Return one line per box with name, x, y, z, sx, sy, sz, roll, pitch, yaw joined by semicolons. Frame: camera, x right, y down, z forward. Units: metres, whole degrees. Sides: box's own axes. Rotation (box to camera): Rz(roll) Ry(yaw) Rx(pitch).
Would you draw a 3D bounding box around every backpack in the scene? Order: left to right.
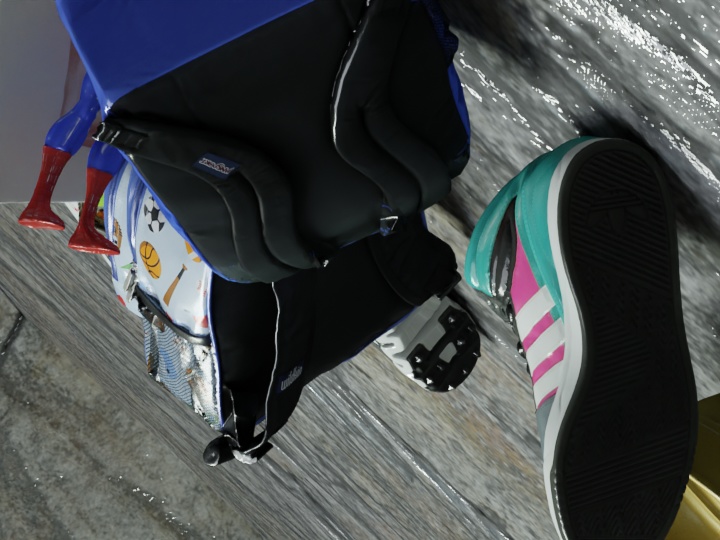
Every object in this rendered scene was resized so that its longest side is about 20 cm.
backpack;-0.050;-0.028;1.563;0.154;0.200;0.191;35;147;24
backpack;-0.037;-0.104;1.294;0.200;0.162;0.169;60;-171;-55

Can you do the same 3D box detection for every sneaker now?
sneaker;0.000;0.000;1.760;0.090;0.067;0.200;31;165;41
sneaker;0.099;0.033;1.332;0.121;0.083;0.201;-154;62;-73

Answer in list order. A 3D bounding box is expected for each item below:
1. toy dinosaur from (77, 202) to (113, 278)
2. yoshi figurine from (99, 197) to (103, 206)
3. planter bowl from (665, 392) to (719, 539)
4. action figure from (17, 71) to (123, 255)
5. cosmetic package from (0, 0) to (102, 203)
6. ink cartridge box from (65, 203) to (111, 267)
toy dinosaur;-0.111;-0.001;1.747;0.135;0.102;0.201;18;-141;-18
yoshi figurine;-0.192;-0.144;1.925;0.111;0.113;0.201;-11;120;26
planter bowl;0.209;0.118;1.401;0.200;0.083;0.200;43;169;10
action figure;-0.103;-0.109;1.464;0.099;0.201;0.065;5;166;41
cosmetic package;-0.185;-0.145;1.530;0.087;0.201;0.103;-1;-160;-37
ink cartridge box;-0.133;-0.014;2.144;0.146;0.083;0.200;37;168;34
